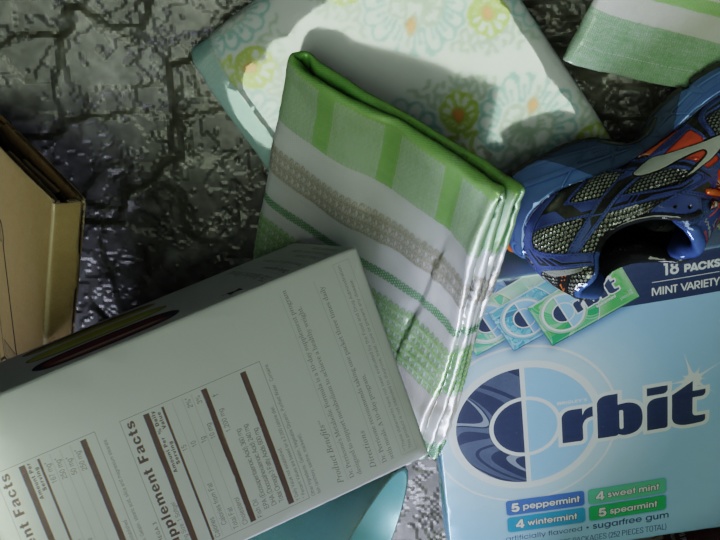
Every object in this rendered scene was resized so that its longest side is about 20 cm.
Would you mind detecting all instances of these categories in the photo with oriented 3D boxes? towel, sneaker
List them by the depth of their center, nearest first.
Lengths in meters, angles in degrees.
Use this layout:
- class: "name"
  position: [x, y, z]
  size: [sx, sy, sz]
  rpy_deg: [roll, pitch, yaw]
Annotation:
- class: "towel"
  position: [0.203, -0.180, 0.682]
  size: [0.152, 0.023, 0.201]
  rpy_deg: [6, 126, -32]
- class: "sneaker"
  position: [0.171, -0.043, 0.719]
  size: [0.199, 0.079, 0.075]
  rpy_deg: [-28, 146, -1]
- class: "towel"
  position: [0.000, 0.000, 0.731]
  size: [0.149, 0.031, 0.201]
  rpy_deg: [32, 135, 21]
- class: "towel"
  position: [0.028, -0.090, 0.765]
  size: [0.171, 0.048, 0.200]
  rpy_deg: [-33, 107, 13]

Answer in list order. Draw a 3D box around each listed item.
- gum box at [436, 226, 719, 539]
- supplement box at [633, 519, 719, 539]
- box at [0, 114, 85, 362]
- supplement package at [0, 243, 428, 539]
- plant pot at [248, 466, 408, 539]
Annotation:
- class: "gum box"
  position: [0.126, 0.073, 0.799]
  size: [0.169, 0.045, 0.201]
  rpy_deg: [-8, 119, -1]
- class: "supplement box"
  position: [0.205, 0.276, 0.853]
  size: [0.199, 0.133, 0.198]
  rpy_deg: [-25, 109, 12]
- class: "box"
  position: [-0.201, 0.023, 0.773]
  size: [0.021, 0.163, 0.201]
  rpy_deg: [-6, 117, -33]
- class: "supplement package"
  position: [-0.088, 0.073, 0.668]
  size: [0.199, 0.114, 0.110]
  rpy_deg: [-23, 99, -17]
- class: "plant pot"
  position: [-0.086, 0.173, 0.803]
  size: [0.160, 0.201, 0.202]
  rpy_deg: [25, 113, 13]
